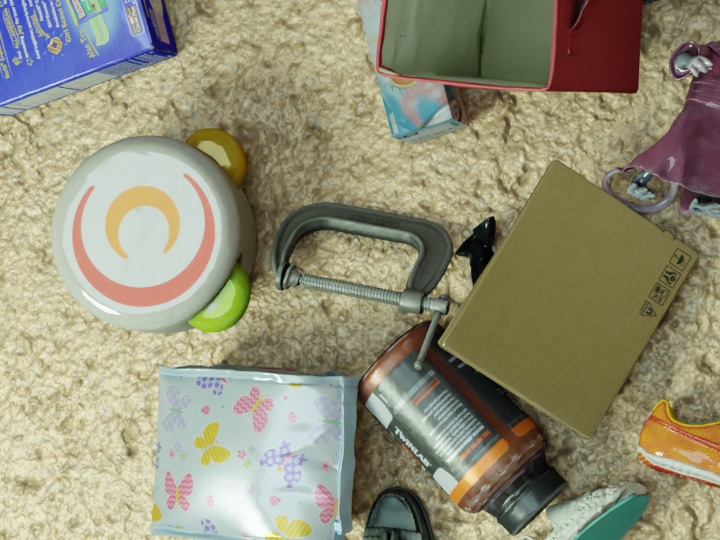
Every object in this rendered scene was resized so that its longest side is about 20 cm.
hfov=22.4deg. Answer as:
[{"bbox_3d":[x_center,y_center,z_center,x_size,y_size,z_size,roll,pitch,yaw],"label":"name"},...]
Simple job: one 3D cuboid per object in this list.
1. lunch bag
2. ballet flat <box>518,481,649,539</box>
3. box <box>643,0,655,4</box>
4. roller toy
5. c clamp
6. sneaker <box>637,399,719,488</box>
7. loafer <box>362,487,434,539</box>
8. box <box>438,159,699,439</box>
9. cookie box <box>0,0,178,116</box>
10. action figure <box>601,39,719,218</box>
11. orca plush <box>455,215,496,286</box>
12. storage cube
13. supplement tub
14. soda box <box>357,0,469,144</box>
[{"bbox_3d":[-0.088,0.176,1.711,0.199,0.127,0.170,0,88,35],"label":"lunch bag"},{"bbox_3d":[0.177,0.256,1.670,0.072,0.072,0.200,43,101,13],"label":"ballet flat"},{"bbox_3d":[0.270,-0.350,1.659,0.198,0.050,0.201,-13,85,15],"label":"box"},{"bbox_3d":[-0.195,-0.034,1.747,0.182,0.140,0.201,-6,85,6],"label":"roller toy"},{"bbox_3d":[0.000,0.000,1.694,0.199,0.027,0.171,15,50,21],"label":"c clamp"},{"bbox_3d":[0.347,0.167,1.617,0.199,0.073,0.077,19,85,13],"label":"sneaker"},{"bbox_3d":[0.031,0.307,1.712,0.072,0.063,0.201,1,90,17],"label":"loafer"},{"bbox_3d":[0.189,0.025,1.638,0.163,0.021,0.200,33,83,-6],"label":"box"},{"bbox_3d":[-0.303,-0.265,1.816,0.199,0.075,0.172,-17,85,16],"label":"cookie box"},{"bbox_3d":[0.322,-0.142,1.631,0.134,0.149,0.201,24,76,-13],"label":"action figure"},{"bbox_3d":[0.158,0.041,1.674,0.105,0.071,0.201,-26,82,15],"label":"orca plush"},{"bbox_3d":[0.139,-0.244,1.589,0.199,0.180,0.172,9,98,32],"label":"storage cube"},{"bbox_3d":[0.096,0.148,1.673,0.107,0.107,0.200,-46,77,11],"label":"supplement tub"},{"bbox_3d":[0.043,-0.225,1.713,0.063,0.068,0.201,-17,83,17],"label":"soda box"}]
